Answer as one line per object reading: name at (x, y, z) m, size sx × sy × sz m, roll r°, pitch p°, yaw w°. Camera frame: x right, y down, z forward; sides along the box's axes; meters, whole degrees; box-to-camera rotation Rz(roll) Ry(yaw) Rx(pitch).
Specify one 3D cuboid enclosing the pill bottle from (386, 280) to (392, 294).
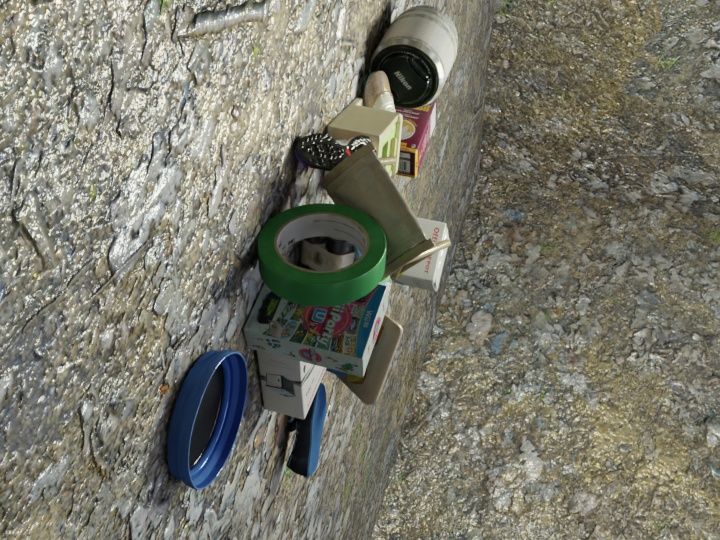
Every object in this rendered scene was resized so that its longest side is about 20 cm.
pill bottle at (0.008, 0.028, 1.886) m, size 0.120 × 0.119 × 0.201 m, roll 29°, pitch 75°, yaw -77°

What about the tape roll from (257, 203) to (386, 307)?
tape roll at (-0.060, -0.027, 1.329) m, size 0.201 × 0.200 × 0.048 m, roll -64°, pitch 162°, yaw -48°

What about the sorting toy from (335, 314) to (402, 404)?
sorting toy at (-0.012, 0.148, 1.745) m, size 0.036 × 0.200 × 0.186 m, roll 3°, pitch 113°, yaw -42°

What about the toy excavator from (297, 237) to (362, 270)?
toy excavator at (-0.038, -0.048, 1.608) m, size 0.200 × 0.194 × 0.100 m, roll -14°, pitch 120°, yaw -45°

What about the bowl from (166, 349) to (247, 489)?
bowl at (-0.219, 0.210, 1.223) m, size 0.201 × 0.039 × 0.201 m, roll 12°, pitch 90°, yaw -78°

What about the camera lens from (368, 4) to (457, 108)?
camera lens at (0.116, -0.451, 1.803) m, size 0.200 × 0.159 × 0.160 m, roll -65°, pitch 163°, yaw -44°

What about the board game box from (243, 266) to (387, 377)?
board game box at (-0.069, 0.076, 1.388) m, size 0.064 × 0.199 × 0.148 m, roll 87°, pitch 19°, yaw -53°

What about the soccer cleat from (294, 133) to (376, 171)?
soccer cleat at (-0.053, -0.197, 1.482) m, size 0.200 × 0.073 × 0.068 m, roll -14°, pitch 83°, yaw -52°

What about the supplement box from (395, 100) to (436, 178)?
supplement box at (0.103, -0.321, 1.993) m, size 0.086 × 0.110 × 0.200 m, roll 87°, pitch 19°, yaw -52°

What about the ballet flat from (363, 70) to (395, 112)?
ballet flat at (0.041, -0.312, 1.760) m, size 0.068 × 0.067 × 0.200 m, roll -24°, pitch 140°, yaw -29°

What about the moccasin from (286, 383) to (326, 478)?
moccasin at (-0.118, 0.322, 1.735) m, size 0.080 × 0.068 × 0.201 m, roll -4°, pitch 104°, yaw -69°

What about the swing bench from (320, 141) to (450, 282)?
swing bench at (0.039, -0.094, 1.468) m, size 0.199 × 0.130 × 0.200 m, roll 59°, pitch 13°, yaw 6°

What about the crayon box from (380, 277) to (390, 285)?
crayon box at (0.000, 0.000, 1.652) m, size 0.200 × 0.119 × 0.058 m, roll -49°, pitch 121°, yaw -23°

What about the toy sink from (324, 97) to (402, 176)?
toy sink at (0.014, -0.242, 1.664) m, size 0.200 × 0.112 × 0.131 m, roll -57°, pitch 157°, yaw -59°

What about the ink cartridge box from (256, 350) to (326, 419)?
ink cartridge box at (-0.117, 0.143, 1.513) m, size 0.200 × 0.086 × 0.147 m, roll 88°, pitch 18°, yaw -46°

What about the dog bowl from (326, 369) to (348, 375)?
dog bowl at (-0.060, 0.137, 1.662) m, size 0.050 × 0.111 × 0.200 m, roll -60°, pitch 166°, yaw -26°

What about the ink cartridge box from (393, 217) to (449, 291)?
ink cartridge box at (0.102, -0.047, 2.044) m, size 0.145 × 0.199 × 0.146 m, roll 52°, pitch 52°, yaw -74°
